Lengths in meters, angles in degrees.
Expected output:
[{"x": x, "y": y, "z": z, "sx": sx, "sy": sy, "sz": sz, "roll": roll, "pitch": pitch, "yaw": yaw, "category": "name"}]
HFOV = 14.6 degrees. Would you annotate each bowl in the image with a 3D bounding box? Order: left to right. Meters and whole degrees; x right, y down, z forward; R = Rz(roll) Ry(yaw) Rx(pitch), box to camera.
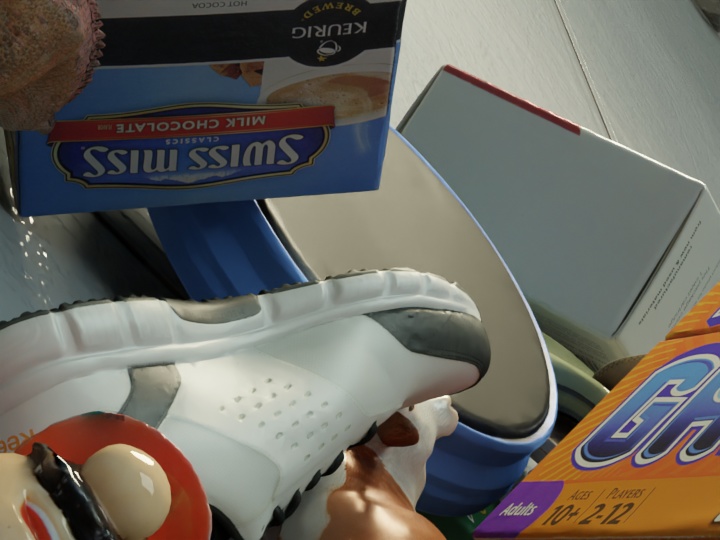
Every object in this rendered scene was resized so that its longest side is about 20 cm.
[{"x": 0.000, "y": 0.000, "z": 1.055, "sx": 0.201, "sy": 0.039, "sz": 0.201, "roll": 41, "pitch": 23, "yaw": -22, "category": "bowl"}]

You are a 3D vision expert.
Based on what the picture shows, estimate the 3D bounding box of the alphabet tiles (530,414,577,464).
[{"x": 0.133, "y": 0.095, "z": 1.171, "sx": 0.200, "sy": 0.015, "sz": 0.196, "roll": 24, "pitch": 9, "yaw": -37, "category": "alphabet tiles"}]

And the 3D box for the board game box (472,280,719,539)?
[{"x": 0.201, "y": 0.090, "z": 0.887, "sx": 0.200, "sy": 0.200, "sz": 0.200, "roll": 51, "pitch": -20, "yaw": -10, "category": "board game box"}]

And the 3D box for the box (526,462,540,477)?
[{"x": 0.147, "y": 0.146, "z": 1.018, "sx": 0.060, "sy": 0.200, "sz": 0.117, "roll": 130, "pitch": -24, "yaw": -69, "category": "box"}]

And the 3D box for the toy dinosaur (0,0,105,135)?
[{"x": -0.120, "y": -0.095, "z": 0.814, "sx": 0.200, "sy": 0.135, "sz": 0.086, "roll": 46, "pitch": 18, "yaw": -42, "category": "toy dinosaur"}]

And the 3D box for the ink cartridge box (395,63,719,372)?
[{"x": 0.102, "y": 0.005, "z": 1.298, "sx": 0.146, "sy": 0.083, "sz": 0.200, "roll": 27, "pitch": -11, "yaw": 27, "category": "ink cartridge box"}]

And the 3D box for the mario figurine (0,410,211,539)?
[{"x": -0.091, "y": 0.061, "z": 0.634, "sx": 0.200, "sy": 0.106, "sz": 0.124, "roll": 1, "pitch": 93, "yaw": -65, "category": "mario figurine"}]

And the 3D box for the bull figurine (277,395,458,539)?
[{"x": 0.009, "y": 0.124, "z": 0.909, "sx": 0.121, "sy": 0.065, "sz": 0.200, "roll": 53, "pitch": 29, "yaw": -23, "category": "bull figurine"}]

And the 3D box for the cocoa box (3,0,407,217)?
[{"x": -0.066, "y": -0.135, "z": 0.977, "sx": 0.131, "sy": 0.133, "sz": 0.200, "roll": 98, "pitch": -16, "yaw": -47, "category": "cocoa box"}]

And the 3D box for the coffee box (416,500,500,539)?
[{"x": -0.004, "y": 0.035, "z": 1.125, "sx": 0.123, "sy": 0.044, "sz": 0.200, "roll": 44, "pitch": 20, "yaw": -42, "category": "coffee box"}]

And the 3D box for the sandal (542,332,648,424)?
[{"x": 0.126, "y": 0.055, "z": 1.101, "sx": 0.201, "sy": 0.057, "sz": 0.080, "roll": 32, "pitch": -1, "yaw": 42, "category": "sandal"}]

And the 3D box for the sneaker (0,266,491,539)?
[{"x": -0.036, "y": 0.048, "z": 0.859, "sx": 0.200, "sy": 0.074, "sz": 0.080, "roll": -9, "pitch": 75, "yaw": -41, "category": "sneaker"}]
